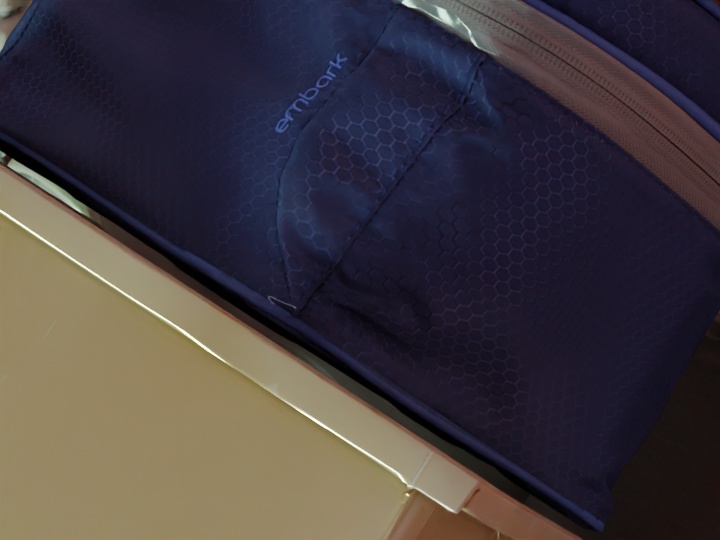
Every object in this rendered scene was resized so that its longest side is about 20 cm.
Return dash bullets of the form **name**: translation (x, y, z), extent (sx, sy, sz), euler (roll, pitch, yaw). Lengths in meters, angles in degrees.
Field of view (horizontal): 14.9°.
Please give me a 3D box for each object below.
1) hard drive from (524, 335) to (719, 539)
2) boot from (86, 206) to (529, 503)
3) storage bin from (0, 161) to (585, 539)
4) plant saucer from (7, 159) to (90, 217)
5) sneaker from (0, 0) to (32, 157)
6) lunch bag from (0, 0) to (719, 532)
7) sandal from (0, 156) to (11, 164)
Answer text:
- **hard drive**: translation (0.103, 0.093, 0.712), extent (0.033, 0.140, 0.200), euler (32, 173, -29)
- **boot**: translation (0.000, 0.000, 0.890), extent (0.200, 0.074, 0.096), euler (37, -166, -15)
- **storage bin**: translation (-0.046, 0.054, 0.669), extent (0.200, 0.094, 0.199), euler (31, 178, 23)
- **plant saucer**: translation (-0.091, -0.014, 1.111), extent (0.200, 0.050, 0.200), euler (44, 162, 19)
- **sneaker**: translation (-0.082, -0.134, 0.806), extent (0.078, 0.091, 0.200), euler (40, 132, 41)
- **lunch bag**: translation (0.009, -0.045, 0.672), extent (0.136, 0.132, 0.200), euler (35, 177, -41)
- **sandal**: translation (-0.185, -0.052, 1.182), extent (0.207, 0.059, 0.079), euler (62, -177, -2)
